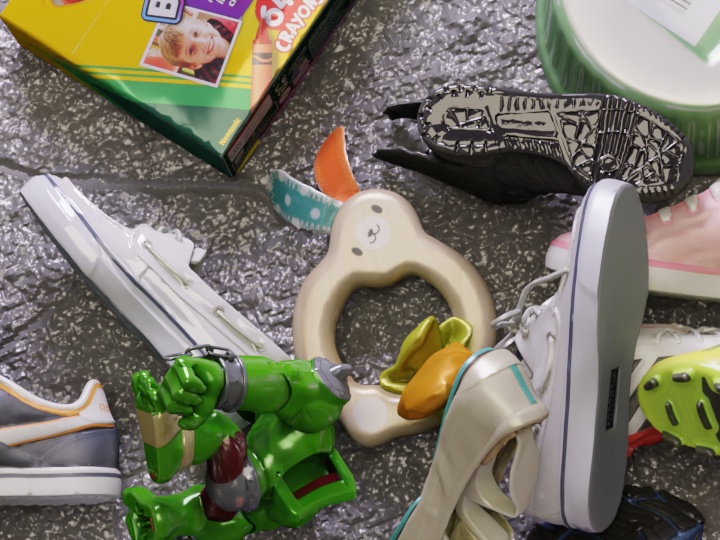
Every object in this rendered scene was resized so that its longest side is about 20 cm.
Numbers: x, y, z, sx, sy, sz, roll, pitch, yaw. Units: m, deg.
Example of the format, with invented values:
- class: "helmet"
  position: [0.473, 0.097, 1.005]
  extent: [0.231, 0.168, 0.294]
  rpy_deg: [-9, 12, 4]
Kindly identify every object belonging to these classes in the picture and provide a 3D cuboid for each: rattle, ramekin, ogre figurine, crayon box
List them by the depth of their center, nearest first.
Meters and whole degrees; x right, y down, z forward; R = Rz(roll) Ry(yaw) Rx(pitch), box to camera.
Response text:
- class: "ogre figurine"
  position: [-0.071, 0.111, 1.643]
  extent: [0.119, 0.201, 0.098]
  rpy_deg: [-10, 33, -21]
- class: "rattle"
  position: [0.000, 0.000, 1.677]
  extent: [0.130, 0.143, 0.201]
  rpy_deg: [-20, 81, 20]
- class: "ramekin"
  position: [0.204, -0.166, 1.713]
  extent: [0.199, 0.098, 0.201]
  rpy_deg: [-1, 77, 5]
- class: "crayon box"
  position: [-0.097, -0.188, 1.769]
  extent: [0.172, 0.058, 0.200]
  rpy_deg: [32, 82, 12]

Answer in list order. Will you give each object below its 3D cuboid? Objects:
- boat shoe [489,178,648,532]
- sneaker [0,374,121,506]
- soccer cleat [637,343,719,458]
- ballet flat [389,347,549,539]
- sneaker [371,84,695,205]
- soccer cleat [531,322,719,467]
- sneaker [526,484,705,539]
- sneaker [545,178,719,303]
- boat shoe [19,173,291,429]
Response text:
- class: "boat shoe"
  position: [0.113, 0.046, 1.631]
  extent: [0.086, 0.075, 0.203]
  rpy_deg: [8, 99, 28]
- class: "sneaker"
  position: [-0.245, 0.104, 1.705]
  extent: [0.199, 0.078, 0.080]
  rpy_deg: [-2, 81, -6]
- class: "soccer cleat"
  position: [0.243, 0.054, 1.582]
  extent: [0.084, 0.200, 0.065]
  rpy_deg: [-40, 105, -43]
- class: "ballet flat"
  position: [0.063, 0.131, 1.615]
  extent: [0.069, 0.200, 0.070]
  rpy_deg: [9, 44, -9]
- class: "sneaker"
  position: [0.103, -0.072, 1.697]
  extent: [0.199, 0.104, 0.060]
  rpy_deg: [11, 79, 8]
- class: "soccer cleat"
  position: [0.188, 0.057, 1.677]
  extent: [0.199, 0.069, 0.085]
  rpy_deg: [-24, 87, 4]
- class: "sneaker"
  position: [0.119, 0.196, 1.655]
  extent: [0.200, 0.079, 0.075]
  rpy_deg: [-31, 40, -16]
- class: "sneaker"
  position: [0.212, -0.032, 1.686]
  extent: [0.199, 0.075, 0.105]
  rpy_deg: [5, 90, -1]
- class: "boat shoe"
  position: [-0.122, 0.008, 1.724]
  extent: [0.067, 0.074, 0.200]
  rpy_deg: [-42, 89, -8]
